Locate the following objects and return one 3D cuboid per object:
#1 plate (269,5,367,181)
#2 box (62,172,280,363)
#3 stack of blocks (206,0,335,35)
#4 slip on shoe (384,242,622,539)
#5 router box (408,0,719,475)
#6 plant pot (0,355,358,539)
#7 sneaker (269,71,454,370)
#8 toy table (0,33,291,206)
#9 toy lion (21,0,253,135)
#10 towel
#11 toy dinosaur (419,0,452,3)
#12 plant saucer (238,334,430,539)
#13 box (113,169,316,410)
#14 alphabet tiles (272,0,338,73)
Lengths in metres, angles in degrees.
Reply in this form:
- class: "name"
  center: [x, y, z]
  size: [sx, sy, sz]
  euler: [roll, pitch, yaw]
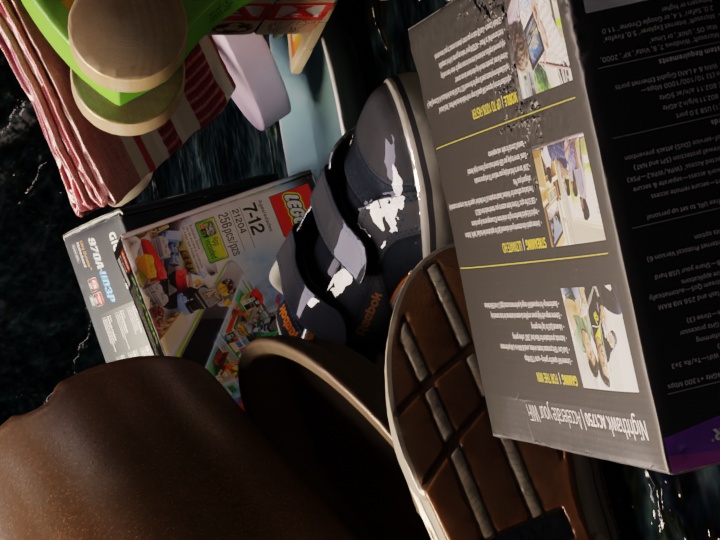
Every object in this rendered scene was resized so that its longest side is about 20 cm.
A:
- class: "plate"
  center: [-0.018, -0.080, 1.172]
  size: [0.200, 0.025, 0.202]
  euler: [170, 90, -80]
- class: "box"
  center: [-0.071, 0.054, 1.197]
  size: [0.159, 0.046, 0.202]
  euler: [-16, -93, -57]
- class: "stack of blocks"
  center: [-0.047, -0.222, 1.009]
  size: [0.115, 0.058, 0.202]
  euler: [147, 120, -74]
- class: "slip on shoe"
  center: [0.060, 0.088, 0.802]
  size: [0.061, 0.075, 0.201]
  euler: [73, 176, -70]
- class: "router box"
  center: [0.070, -0.020, 0.669]
  size: [0.200, 0.051, 0.151]
  euler: [176, 82, -80]
- class: "plant pot"
  center: [-0.078, 0.157, 0.964]
  size: [0.199, 0.199, 0.201]
  euler: [51, 155, 32]
- class: "sneaker"
  center: [0.000, 0.000, 1.009]
  size: [0.079, 0.079, 0.201]
  euler: [-111, 16, -48]
- class: "toy table"
  center: [-0.126, -0.126, 1.144]
  size: [0.184, 0.117, 0.201]
  euler: [49, 172, 50]
- class: "toy lion"
  center: [-0.066, -0.182, 0.885]
  size: [0.193, 0.199, 0.069]
  euler: [58, 167, 12]
- class: "towel"
  center: [-0.119, -0.116, 0.970]
  size: [0.145, 0.023, 0.200]
  euler: [65, -161, -11]
- class: "toy dinosaur"
  center: [0.027, -0.157, 0.798]
  size: [0.201, 0.047, 0.089]
  euler: [-109, 28, -42]
- class: "plant saucer"
  center: [0.015, 0.109, 0.970]
  size: [0.200, 0.029, 0.201]
  euler: [46, 158, 24]
- class: "box"
  center: [-0.040, 0.060, 1.103]
  size: [0.035, 0.109, 0.201]
  euler: [130, 118, -72]
- class: "alphabet tiles"
  center: [-0.028, -0.200, 1.069]
  size: [0.200, 0.006, 0.168]
  euler: [127, 138, -69]
